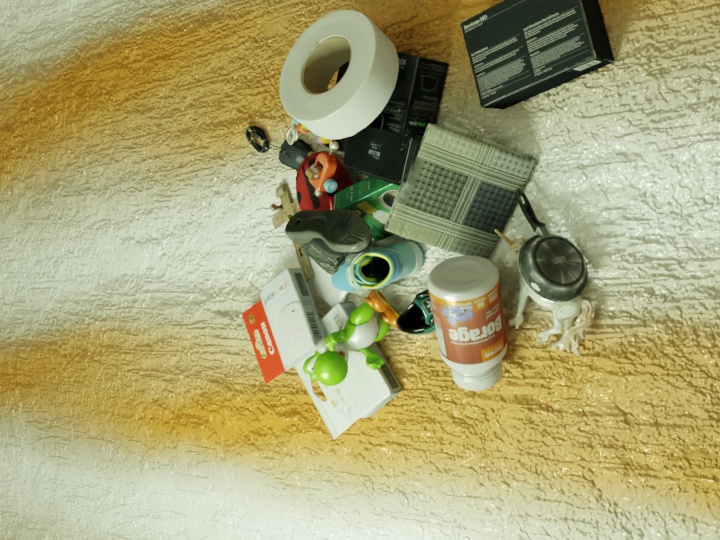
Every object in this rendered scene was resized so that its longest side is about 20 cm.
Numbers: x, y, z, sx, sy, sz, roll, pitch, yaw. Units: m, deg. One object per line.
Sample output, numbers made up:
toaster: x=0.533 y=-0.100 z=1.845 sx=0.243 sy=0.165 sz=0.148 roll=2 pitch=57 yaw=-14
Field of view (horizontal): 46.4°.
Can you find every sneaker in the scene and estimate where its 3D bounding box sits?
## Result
sneaker: x=0.000 y=0.000 z=1.485 sx=0.199 sy=0.130 sz=0.080 roll=-20 pitch=89 yaw=36
sneaker: x=0.143 y=0.055 z=1.410 sx=0.200 sy=0.080 sz=0.072 roll=-40 pitch=70 yaw=34
sneaker: x=-0.034 y=-0.046 z=1.443 sx=0.198 sy=0.114 sz=0.077 roll=5 pitch=59 yaw=47

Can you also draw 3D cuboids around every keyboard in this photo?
keyboard: x=0.035 y=-0.213 z=1.355 sx=0.200 sy=0.020 sz=0.129 roll=28 pitch=108 yaw=56

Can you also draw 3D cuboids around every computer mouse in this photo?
computer mouse: x=-0.166 y=-0.245 z=1.666 sx=0.199 sy=0.034 sz=0.059 roll=27 pitch=111 yaw=35

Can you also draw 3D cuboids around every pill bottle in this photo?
pill bottle: x=0.174 y=0.087 z=1.333 sx=0.111 sy=0.112 sz=0.202 roll=13 pitch=130 yaw=37

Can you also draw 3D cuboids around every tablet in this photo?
tablet: x=-0.044 y=-0.040 z=1.598 sx=0.130 sy=0.014 sz=0.201 roll=41 pitch=117 yaw=30

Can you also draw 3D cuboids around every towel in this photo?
towel: x=0.155 y=-0.125 z=1.337 sx=0.035 sy=0.198 sz=0.194 roll=-109 pitch=39 yaw=-61

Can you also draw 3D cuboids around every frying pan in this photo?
frying pan: x=0.297 y=-0.041 z=1.284 sx=0.031 sy=0.114 sz=0.192 roll=117 pitch=160 yaw=-61

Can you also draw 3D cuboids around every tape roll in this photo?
tape roll: x=-0.037 y=-0.322 z=1.377 sx=0.201 sy=0.071 sz=0.205 roll=-16 pitch=63 yaw=33

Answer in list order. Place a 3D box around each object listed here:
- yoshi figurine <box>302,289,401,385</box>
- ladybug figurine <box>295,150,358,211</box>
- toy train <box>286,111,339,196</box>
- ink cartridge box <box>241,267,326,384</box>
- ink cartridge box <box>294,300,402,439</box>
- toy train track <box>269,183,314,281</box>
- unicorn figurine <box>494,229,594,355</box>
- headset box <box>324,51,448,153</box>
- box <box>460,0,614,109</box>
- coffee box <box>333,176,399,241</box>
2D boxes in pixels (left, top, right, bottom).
yoshi figurine: x=-0.014 y=0.134 z=1.483 sx=0.200 sy=0.112 sz=0.113 roll=-42 pitch=77 yaw=5
ladybug figurine: x=-0.065 y=-0.135 z=1.553 sx=0.135 sy=0.072 sz=0.202 roll=-39 pitch=65 yaw=32
toy train: x=-0.094 y=-0.233 z=1.486 sx=0.200 sy=0.055 sz=0.151 roll=53 pitch=129 yaw=40
ink cartridge box: x=-0.164 y=0.113 z=1.638 sx=0.199 sy=0.057 sz=0.164 roll=-33 pitch=69 yaw=31
ink cartridge box: x=-0.033 y=0.190 z=1.590 sx=0.174 sy=0.043 sz=0.201 roll=-44 pitch=67 yaw=33
toy train track: x=-0.136 y=-0.076 z=1.648 sx=0.114 sy=0.032 sz=0.202 roll=-30 pitch=72 yaw=40
unicorn figurine: x=0.279 y=0.036 z=1.314 sx=0.199 sy=0.074 sz=0.139 roll=29 pitch=111 yaw=16
headset box: x=0.040 y=-0.280 z=1.458 sx=0.173 sy=0.092 sz=0.202 roll=24 pitch=109 yaw=36
box: x=0.266 y=-0.348 z=1.278 sx=0.199 sy=0.078 sz=0.143 roll=-17 pitch=86 yaw=39
coffee box: x=0.067 y=-0.124 z=1.427 sx=0.199 sy=0.123 sz=0.044 roll=-23 pitch=49 yaw=36
